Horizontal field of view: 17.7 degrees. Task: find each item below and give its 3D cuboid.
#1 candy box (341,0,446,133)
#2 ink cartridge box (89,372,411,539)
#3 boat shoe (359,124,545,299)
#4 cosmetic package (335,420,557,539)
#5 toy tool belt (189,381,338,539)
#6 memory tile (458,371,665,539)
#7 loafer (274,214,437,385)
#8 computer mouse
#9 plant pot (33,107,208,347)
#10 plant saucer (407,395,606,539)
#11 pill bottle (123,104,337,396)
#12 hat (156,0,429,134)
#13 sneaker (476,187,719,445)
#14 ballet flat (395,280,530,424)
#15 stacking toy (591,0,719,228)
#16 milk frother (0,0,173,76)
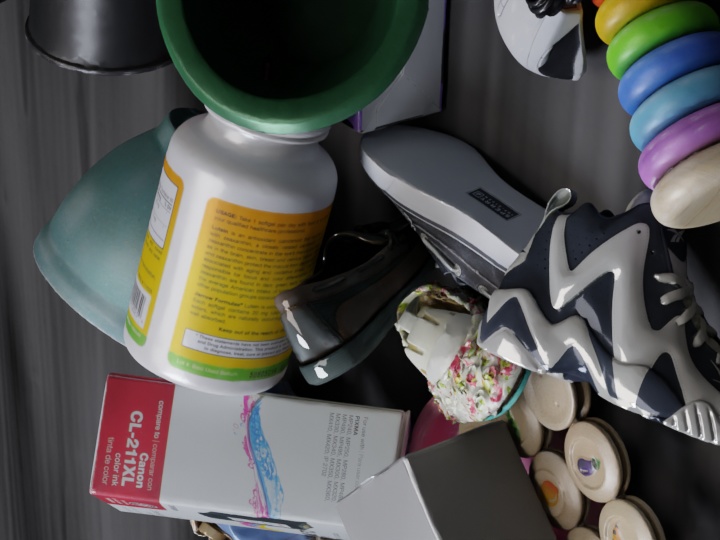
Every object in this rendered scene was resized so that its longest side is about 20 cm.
[{"bbox_3d":[-0.029,-0.205,1.503,0.200,0.071,0.169,34,132,46],"label":"candy box"},{"bbox_3d":[-0.069,0.129,1.552,0.146,0.198,0.083,77,-159,-79],"label":"ink cartridge box"},{"bbox_3d":[0.068,-0.024,1.447,0.200,0.071,0.068,35,132,36],"label":"boat shoe"},{"bbox_3d":[0.073,0.205,1.405,0.107,0.090,0.201,-36,71,57],"label":"cosmetic package"},{"bbox_3d":[-0.064,0.160,1.674,0.123,0.124,0.201,100,146,-75],"label":"toy tool belt"},{"bbox_3d":[0.128,0.155,1.389,0.201,0.017,0.153,65,148,13],"label":"memory tile"},{"bbox_3d":[0.000,0.000,1.457,0.072,0.200,0.063,-29,103,26],"label":"loafer"},{"bbox_3d":[0.095,-0.154,1.270,0.200,0.044,0.110,70,-177,-71],"label":"computer mouse"},{"bbox_3d":[-0.114,-0.029,1.638,0.200,0.200,0.135,45,113,38],"label":"plant pot"},{"bbox_3d":[0.106,0.165,1.493,0.200,0.051,0.202,32,130,48],"label":"plant saucer"},{"bbox_3d":[-0.077,-0.032,1.475,0.111,0.111,0.201,39,121,43],"label":"pill bottle"},{"bbox_3d":[-0.023,-0.157,1.416,0.201,0.165,0.176,64,-171,18],"label":"hat"},{"bbox_3d":[0.175,0.017,1.281,0.198,0.079,0.130,21,93,24],"label":"sneaker"},{"bbox_3d":[0.054,0.048,1.425,0.076,0.064,0.200,-61,9,1],"label":"ballet flat"},{"bbox_3d":[0.161,-0.128,1.239,0.085,0.085,0.201,-46,61,56],"label":"stacking toy"},{"bbox_3d":[-0.210,-0.252,1.537,0.181,0.198,0.189,-107,18,-54],"label":"milk frother"}]
